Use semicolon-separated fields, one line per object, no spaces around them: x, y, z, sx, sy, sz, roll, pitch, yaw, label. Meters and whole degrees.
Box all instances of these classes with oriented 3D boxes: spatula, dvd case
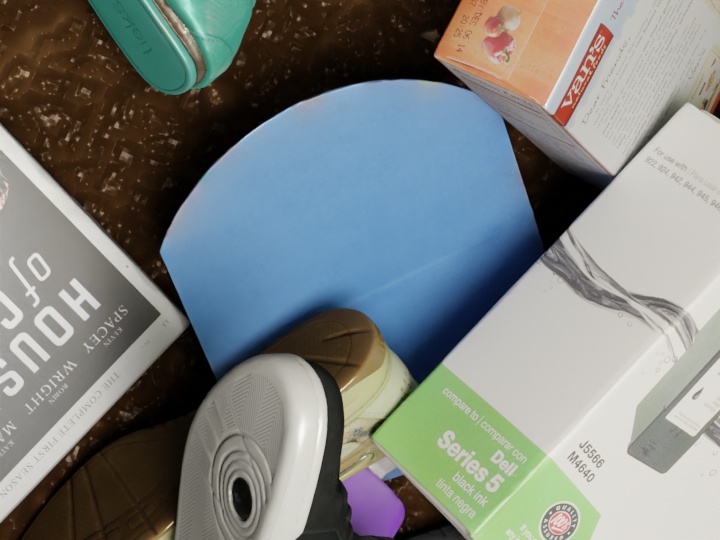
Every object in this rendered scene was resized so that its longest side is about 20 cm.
0.034;0.064;1.008;0.056;0.021;0.200;41;92;-25;spatula
-0.188;0.006;0.947;0.150;0.025;0.200;-46;111;-8;dvd case

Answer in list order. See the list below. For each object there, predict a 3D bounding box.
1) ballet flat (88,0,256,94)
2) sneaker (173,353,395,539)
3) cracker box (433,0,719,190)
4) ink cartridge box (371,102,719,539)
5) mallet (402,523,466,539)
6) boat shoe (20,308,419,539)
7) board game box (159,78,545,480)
-0.112;-0.165;0.931;0.200;0.067;0.071;52;56;-21;ballet flat
-0.016;0.107;0.923;0.111;0.073;0.201;-6;133;-30;sneaker
0.111;-0.113;0.961;0.135;0.057;0.200;-63;158;-1;cracker box
0.126;0.054;0.974;0.200;0.084;0.146;-46;133;-3;ink cartridge box
0.010;0.124;1.044;0.199;0.041;0.066;-21;105;-21;mallet
-0.062;0.097;0.973;0.199;0.074;0.063;-33;128;10;boat shoe
0.000;0.000;1.006;0.157;0.039;0.201;-26;125;-6;board game box
